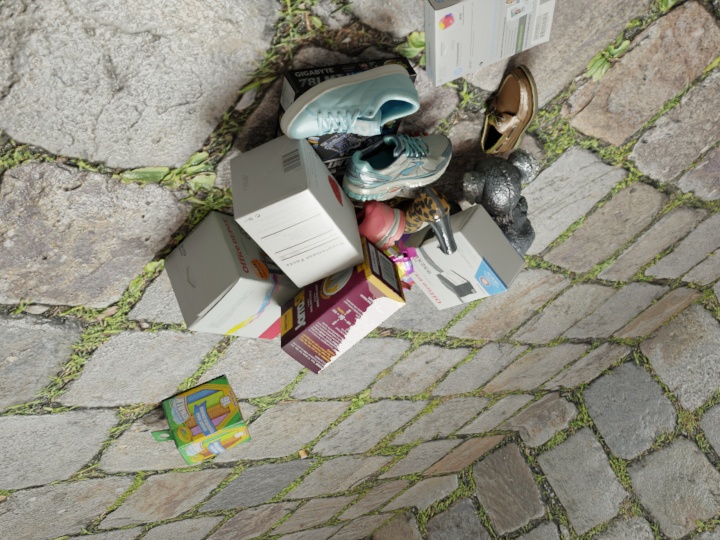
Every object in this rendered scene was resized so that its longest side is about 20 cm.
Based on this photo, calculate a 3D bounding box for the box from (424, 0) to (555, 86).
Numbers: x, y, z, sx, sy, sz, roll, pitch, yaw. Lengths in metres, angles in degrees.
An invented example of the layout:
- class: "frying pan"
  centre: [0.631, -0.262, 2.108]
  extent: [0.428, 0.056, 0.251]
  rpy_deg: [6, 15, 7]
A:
- class: "box"
  centre: [0.191, -0.369, 1.178]
  extent: [0.199, 0.041, 0.156]
  rpy_deg: [-25, 152, -7]

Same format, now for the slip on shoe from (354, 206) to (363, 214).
- class: "slip on shoe"
  centre: [-0.072, -0.088, 1.353]
  extent: [0.199, 0.075, 0.061]
  rpy_deg: [3, 173, -22]

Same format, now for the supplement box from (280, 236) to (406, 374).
- class: "supplement box"
  centre: [-0.032, 0.057, 1.291]
  extent: [0.200, 0.111, 0.086]
  rpy_deg: [-40, 119, 19]

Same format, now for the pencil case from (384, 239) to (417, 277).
- class: "pencil case"
  centre: [0.000, 0.000, 1.447]
  extent: [0.199, 0.089, 0.089]
  rpy_deg: [-23, 152, -12]

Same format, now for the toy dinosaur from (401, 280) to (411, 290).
- class: "toy dinosaur"
  centre: [-0.035, 0.002, 1.524]
  extent: [0.199, 0.106, 0.181]
  rpy_deg: [-25, 145, 17]

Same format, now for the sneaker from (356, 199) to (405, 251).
- class: "sneaker"
  centre: [-0.017, -0.044, 1.335]
  extent: [0.087, 0.074, 0.200]
  rpy_deg: [31, 115, -28]

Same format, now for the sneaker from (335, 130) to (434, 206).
- class: "sneaker"
  centre: [0.055, -0.172, 1.369]
  extent: [0.199, 0.078, 0.082]
  rpy_deg: [-22, 160, 6]

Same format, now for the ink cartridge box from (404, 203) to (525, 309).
- class: "ink cartridge box"
  centre: [0.181, -0.020, 1.490]
  extent: [0.084, 0.145, 0.200]
  rpy_deg: [-50, -164, -32]

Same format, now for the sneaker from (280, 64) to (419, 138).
- class: "sneaker"
  centre: [-0.010, -0.220, 1.108]
  extent: [0.199, 0.082, 0.074]
  rpy_deg: [-25, 150, -7]

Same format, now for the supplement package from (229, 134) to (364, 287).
- class: "supplement package"
  centre: [-0.092, -0.088, 1.200]
  extent: [0.119, 0.122, 0.200]
  rpy_deg: [-21, 144, 14]

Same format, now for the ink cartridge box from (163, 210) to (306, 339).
- class: "ink cartridge box"
  centre: [-0.201, 0.013, 1.361]
  extent: [0.145, 0.146, 0.199]
  rpy_deg: [-42, 150, 25]

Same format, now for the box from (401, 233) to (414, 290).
- class: "box"
  centre: [0.106, -0.031, 1.671]
  extent: [0.200, 0.039, 0.136]
  rpy_deg: [-42, 148, 25]

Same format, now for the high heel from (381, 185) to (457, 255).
- class: "high heel"
  centre: [0.087, -0.123, 1.382]
  extent: [0.071, 0.200, 0.143]
  rpy_deg: [-39, 136, -15]

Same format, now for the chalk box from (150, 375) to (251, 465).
- class: "chalk box"
  centre: [-0.365, 0.346, 1.800]
  extent: [0.199, 0.124, 0.125]
  rpy_deg: [-23, 152, -10]

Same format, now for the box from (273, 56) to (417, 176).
- class: "box"
  centre: [-0.031, -0.224, 1.218]
  extent: [0.199, 0.050, 0.199]
  rpy_deg: [-15, 150, -24]

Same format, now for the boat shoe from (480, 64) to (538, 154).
- class: "boat shoe"
  centre: [0.251, -0.264, 1.373]
  extent: [0.068, 0.072, 0.200]
  rpy_deg: [-23, 152, -11]

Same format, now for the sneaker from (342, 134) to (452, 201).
- class: "sneaker"
  centre: [0.067, -0.176, 1.257]
  extent: [0.199, 0.078, 0.087]
  rpy_deg: [-26, 151, -23]

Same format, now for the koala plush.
- class: "koala plush"
  centre: [0.255, -0.133, 1.508]
  extent: [0.176, 0.184, 0.201]
  rpy_deg: [-20, 142, -14]
